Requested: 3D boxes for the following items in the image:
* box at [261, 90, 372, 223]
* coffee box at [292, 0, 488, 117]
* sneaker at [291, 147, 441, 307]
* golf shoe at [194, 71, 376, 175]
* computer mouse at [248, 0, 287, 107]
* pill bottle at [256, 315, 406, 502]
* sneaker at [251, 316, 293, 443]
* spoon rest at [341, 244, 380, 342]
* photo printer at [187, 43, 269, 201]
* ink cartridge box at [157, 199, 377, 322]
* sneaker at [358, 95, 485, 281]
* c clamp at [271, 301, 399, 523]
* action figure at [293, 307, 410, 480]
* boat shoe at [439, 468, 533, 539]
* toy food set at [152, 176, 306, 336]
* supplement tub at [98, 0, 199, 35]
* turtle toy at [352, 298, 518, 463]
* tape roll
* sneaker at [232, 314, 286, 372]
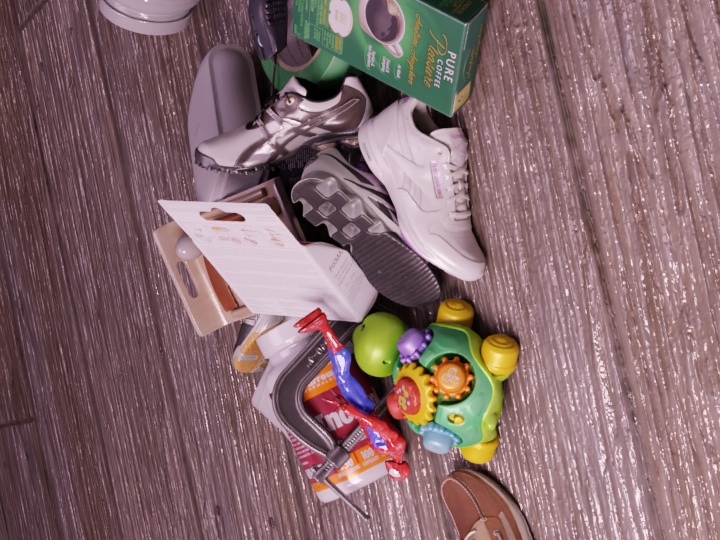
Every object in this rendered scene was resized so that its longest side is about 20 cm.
[{"bbox_3d":[-0.052,-0.126,1.543,0.200,0.036,0.144,1,91,58],"label":"box"},{"bbox_3d":[0.025,-0.244,1.303,0.199,0.044,0.123,30,143,20],"label":"coffee box"},{"bbox_3d":[0.020,-0.049,1.382,0.074,0.089,0.200,-26,117,35],"label":"sneaker"},{"bbox_3d":[-0.083,-0.159,1.418,0.078,0.199,0.095,-97,-4,-66],"label":"golf shoe"},{"bbox_3d":[-0.106,-0.224,1.479,0.059,0.034,0.201,-3,88,56],"label":"computer mouse"},{"bbox_3d":[-0.038,0.149,1.516,0.113,0.113,0.201,-33,82,55],"label":"pill bottle"},{"bbox_3d":[-0.056,0.131,1.619,0.116,0.073,0.201,45,134,26],"label":"sneaker"},{"bbox_3d":[0.000,0.000,1.491,0.100,0.060,0.200,59,141,29],"label":"spoon rest"},{"bbox_3d":[-0.166,-0.165,1.650,0.167,0.069,0.201,117,147,-56],"label":"photo printer"},{"bbox_3d":[-0.095,-0.023,1.418,0.162,0.057,0.200,4,140,38],"label":"ink cartridge box"},{"bbox_3d":[0.075,-0.084,1.337,0.099,0.075,0.201,-36,79,30],"label":"sneaker"},{"bbox_3d":[-0.002,0.141,1.454,0.171,0.200,0.027,37,171,2],"label":"c clamp"},{"bbox_3d":[-0.005,0.136,1.398,0.200,0.052,0.065,56,170,-10],"label":"action figure"},{"bbox_3d":[0.133,0.286,1.357,0.200,0.072,0.076,54,139,34],"label":"boat shoe"},{"bbox_3d":[-0.142,-0.012,1.567,0.199,0.060,0.144,-18,99,36],"label":"toy food set"},{"bbox_3d":[-0.257,-0.414,1.689,0.145,0.144,0.201,51,138,36],"label":"supplement tub"},{"bbox_3d":[0.071,0.107,1.374,0.200,0.101,0.146,40,131,45],"label":"turtle toy"},{"bbox_3d":[-0.048,-0.290,1.463,0.200,0.048,0.202,-3,87,56],"label":"tape roll"},{"bbox_3d":[-0.110,0.041,1.673,0.200,0.075,0.088,-59,44,34],"label":"sneaker"}]
